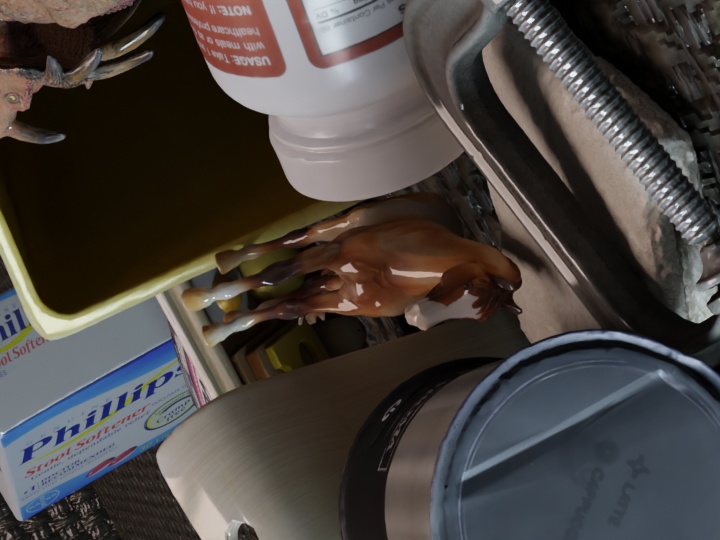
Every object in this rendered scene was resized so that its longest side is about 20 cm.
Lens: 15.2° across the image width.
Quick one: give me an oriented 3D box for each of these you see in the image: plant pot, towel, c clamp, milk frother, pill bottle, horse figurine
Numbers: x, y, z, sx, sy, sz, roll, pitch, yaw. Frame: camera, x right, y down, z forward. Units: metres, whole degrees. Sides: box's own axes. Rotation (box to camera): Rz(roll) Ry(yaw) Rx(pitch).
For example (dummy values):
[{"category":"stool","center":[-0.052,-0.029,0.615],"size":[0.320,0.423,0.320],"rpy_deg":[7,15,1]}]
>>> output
[{"category":"plant pot","center":[-0.110,-0.125,1.231],"size":[0.200,0.193,0.196],"rpy_deg":[-123,11,-60]},{"category":"towel","center":[0.092,-0.011,1.013],"size":[0.133,0.034,0.201],"rpy_deg":[48,160,42]},{"category":"c clamp","center":[0.074,-0.043,0.893],"size":[0.200,0.027,0.171],"rpy_deg":[54,157,-4]},{"category":"milk frother","center":[0.088,0.130,0.963],"size":[0.199,0.181,0.188],"rpy_deg":[25,172,-7]},{"category":"pill bottle","center":[-0.021,-0.132,1.016],"size":[0.112,0.112,0.201],"rpy_deg":[41,155,57]},{"category":"horse figurine","center":[0.000,0.000,1.123],"size":[0.200,0.132,0.050],"rpy_deg":[-55,-49,-84]}]

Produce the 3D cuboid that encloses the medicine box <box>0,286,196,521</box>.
[{"category":"medicine box","center":[-0.208,0.075,2.004],"size":[0.103,0.182,0.200],"rpy_deg":[56,167,17]}]

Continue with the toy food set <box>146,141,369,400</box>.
[{"category":"toy food set","center":[-0.032,0.010,1.362],"size":[0.201,0.060,0.143],"rpy_deg":[62,-149,-6]}]

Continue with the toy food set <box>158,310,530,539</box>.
[{"category":"toy food set","center":[0.030,0.105,1.133],"size":[0.144,0.199,0.061],"rpy_deg":[56,140,22]}]

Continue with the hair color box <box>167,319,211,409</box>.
[{"category":"hair color box","center":[-0.046,0.109,1.728],"size":[0.200,0.060,0.100],"rpy_deg":[51,164,37]}]

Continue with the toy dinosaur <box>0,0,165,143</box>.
[{"category":"toy dinosaur","center":[-0.117,-0.119,1.026],"size":[0.136,0.086,0.200],"rpy_deg":[56,158,-14]}]
